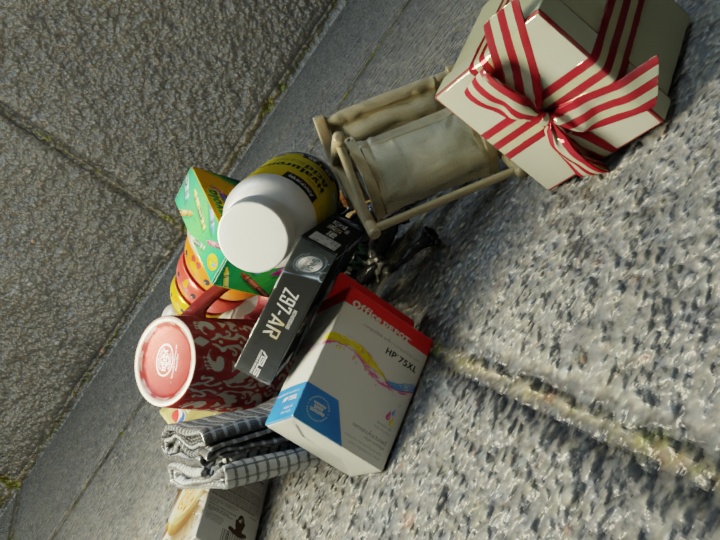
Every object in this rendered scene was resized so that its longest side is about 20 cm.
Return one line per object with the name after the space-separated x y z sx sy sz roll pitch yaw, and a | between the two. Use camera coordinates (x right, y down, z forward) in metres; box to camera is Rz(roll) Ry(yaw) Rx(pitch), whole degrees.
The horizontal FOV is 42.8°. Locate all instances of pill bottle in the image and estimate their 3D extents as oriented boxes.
-0.097 -0.068 1.080 0.111 0.111 0.200 -48 5 23 | pill bottle

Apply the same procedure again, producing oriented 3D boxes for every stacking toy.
-0.220 0.028 1.300 0.200 0.146 0.146 -49 18 27 | stacking toy

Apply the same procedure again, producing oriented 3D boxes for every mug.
-0.178 0.100 1.157 0.133 0.200 0.178 -33 65 29 | mug

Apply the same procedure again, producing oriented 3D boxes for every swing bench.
0.065 -0.152 1.111 0.199 0.130 0.200 -22 18 -3 | swing bench

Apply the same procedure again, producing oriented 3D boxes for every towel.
-0.124 0.189 1.037 0.200 0.165 0.086 -24 77 61 | towel

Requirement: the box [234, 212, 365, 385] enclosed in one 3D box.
-0.062 0.025 1.023 0.160 0.043 0.200 -63 -3 13 | box

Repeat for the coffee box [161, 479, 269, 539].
-0.180 0.296 1.151 0.114 0.080 0.200 -45 20 30 | coffee box

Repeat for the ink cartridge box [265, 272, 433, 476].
-0.002 0.101 0.974 0.067 0.116 0.200 -29 31 55 | ink cartridge box

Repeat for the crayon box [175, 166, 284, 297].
-0.155 -0.048 1.187 0.058 0.119 0.200 -58 39 22 | crayon box

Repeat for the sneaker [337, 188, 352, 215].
-0.064 -0.066 1.296 0.104 0.060 0.200 -31 -1 -9 | sneaker

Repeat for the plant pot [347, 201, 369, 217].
0.000 -0.076 1.403 0.200 0.027 0.200 -44 12 12 | plant pot

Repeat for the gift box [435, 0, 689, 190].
0.201 -0.213 0.900 0.200 0.184 0.187 -41 20 56 | gift box

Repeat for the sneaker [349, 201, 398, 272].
-0.003 -0.007 1.282 0.200 0.074 0.088 -54 26 39 | sneaker

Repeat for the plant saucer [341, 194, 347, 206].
0.019 -0.173 1.510 0.200 0.037 0.200 -45 9 9 | plant saucer

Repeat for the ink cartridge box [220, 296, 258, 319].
-0.167 0.099 1.397 0.200 0.128 0.125 -37 26 46 | ink cartridge box

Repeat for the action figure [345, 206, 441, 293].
0.000 0.000 1.159 0.200 0.119 0.102 -44 -19 11 | action figure

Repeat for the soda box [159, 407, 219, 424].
-0.211 0.200 1.290 0.068 0.064 0.200 -40 -8 -1 | soda box
